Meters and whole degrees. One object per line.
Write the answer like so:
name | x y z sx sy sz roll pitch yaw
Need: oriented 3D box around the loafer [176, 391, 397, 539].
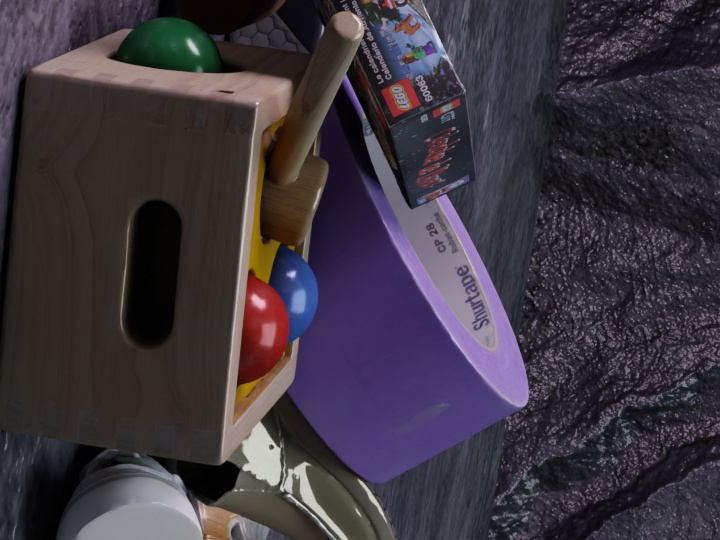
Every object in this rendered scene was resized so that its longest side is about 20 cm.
loafer | -0.052 0.096 1.408 0.068 0.076 0.200 -42 122 -12

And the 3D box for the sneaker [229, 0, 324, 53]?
sneaker | -0.007 -0.205 1.586 0.146 0.077 0.203 -17 126 -68

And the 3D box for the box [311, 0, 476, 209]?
box | 0.006 -0.113 1.306 0.200 0.038 0.137 68 -2 -80

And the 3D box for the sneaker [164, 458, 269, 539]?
sneaker | -0.089 0.145 1.539 0.088 0.076 0.200 -45 -150 36

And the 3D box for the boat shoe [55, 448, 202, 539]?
boat shoe | -0.108 0.120 1.370 0.200 0.072 0.069 57 10 -69

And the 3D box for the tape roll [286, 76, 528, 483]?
tape roll | 0.000 0.000 1.428 0.200 0.085 0.200 56 12 -18

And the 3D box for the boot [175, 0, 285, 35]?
boot | -0.036 -0.221 1.421 0.155 0.077 0.200 -55 155 -67

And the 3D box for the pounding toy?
pounding toy | -0.064 -0.030 1.228 0.184 0.142 0.200 -48 146 -75
